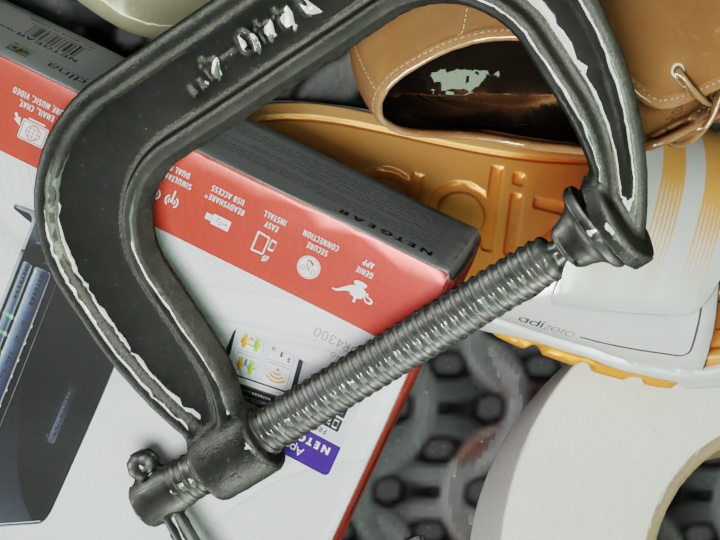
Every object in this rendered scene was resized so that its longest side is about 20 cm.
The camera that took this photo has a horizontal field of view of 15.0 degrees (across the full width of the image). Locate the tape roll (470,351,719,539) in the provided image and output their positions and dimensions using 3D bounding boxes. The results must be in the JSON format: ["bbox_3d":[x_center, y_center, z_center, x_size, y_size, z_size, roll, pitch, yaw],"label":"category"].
[{"bbox_3d":[0.132,0.102,0.846,0.202,0.037,0.204,5,72,-15],"label":"tape roll"}]

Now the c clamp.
[{"bbox_3d":[0.000,0.000,0.737,0.200,0.027,0.171,-38,90,22],"label":"c clamp"}]

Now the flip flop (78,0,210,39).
[{"bbox_3d":[-0.109,-0.131,0.757,0.200,0.058,0.081,39,104,-19],"label":"flip flop"}]

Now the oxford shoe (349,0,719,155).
[{"bbox_3d":[0.095,-0.059,0.756,0.199,0.071,0.072,-5,131,2],"label":"oxford shoe"}]

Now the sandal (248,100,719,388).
[{"bbox_3d":[0.053,-0.017,0.813,0.206,0.080,0.059,8,155,-9],"label":"sandal"}]

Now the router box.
[{"bbox_3d":[-0.090,0.029,0.803,0.199,0.049,0.180,25,110,5],"label":"router box"}]

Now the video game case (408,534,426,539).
[{"bbox_3d":[-0.044,0.187,0.847,0.200,0.181,0.036,-31,117,6],"label":"video game case"}]
